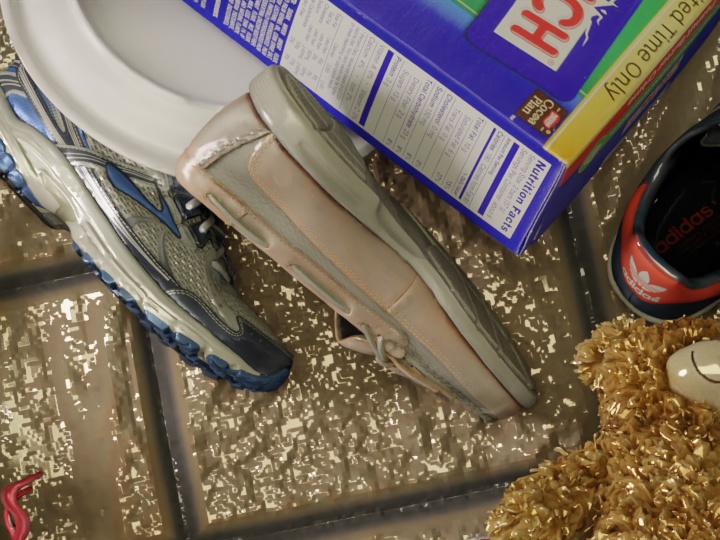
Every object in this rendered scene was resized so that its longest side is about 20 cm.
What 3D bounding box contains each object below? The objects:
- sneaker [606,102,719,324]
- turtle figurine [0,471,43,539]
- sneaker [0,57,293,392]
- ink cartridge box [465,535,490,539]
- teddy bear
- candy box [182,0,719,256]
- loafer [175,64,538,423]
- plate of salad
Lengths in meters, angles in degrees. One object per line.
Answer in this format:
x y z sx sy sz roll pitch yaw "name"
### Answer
0.186 -0.060 0.859 0.075 0.085 0.200 38 87 10 "sneaker"
-0.223 0.108 0.871 0.200 0.101 0.150 38 119 14 "turtle figurine"
-0.093 -0.031 0.891 0.085 0.077 0.200 -43 81 -6 "sneaker"
0.144 0.141 0.788 0.199 0.176 0.084 -4 80 5 "ink cartridge box"
0.117 0.096 0.712 0.144 0.067 0.200 21 57 21 "teddy bear"
0.045 -0.133 0.858 0.200 0.077 0.169 37 59 8 "candy box"
0.000 0.000 0.846 0.063 0.072 0.200 -35 120 9 "loafer"
-0.063 -0.119 0.894 0.199 0.048 0.201 7 60 -11 "plate of salad"
